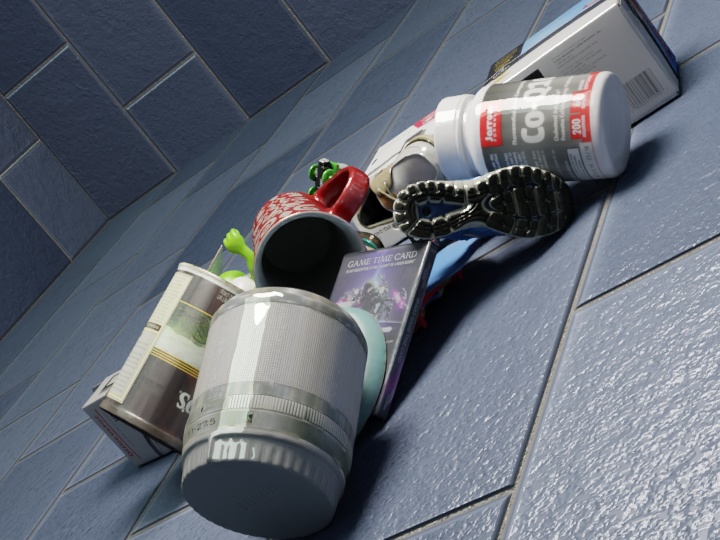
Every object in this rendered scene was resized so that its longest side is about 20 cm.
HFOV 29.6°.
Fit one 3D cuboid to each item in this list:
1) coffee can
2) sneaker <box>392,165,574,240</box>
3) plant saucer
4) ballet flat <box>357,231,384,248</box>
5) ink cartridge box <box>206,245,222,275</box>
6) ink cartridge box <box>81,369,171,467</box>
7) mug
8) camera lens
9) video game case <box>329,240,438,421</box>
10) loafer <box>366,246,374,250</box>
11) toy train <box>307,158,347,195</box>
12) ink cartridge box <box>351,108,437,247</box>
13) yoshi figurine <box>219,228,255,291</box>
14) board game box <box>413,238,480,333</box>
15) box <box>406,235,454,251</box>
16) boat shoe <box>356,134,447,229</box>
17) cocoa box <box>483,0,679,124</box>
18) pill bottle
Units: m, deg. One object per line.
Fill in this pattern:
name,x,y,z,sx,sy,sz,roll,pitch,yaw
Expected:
coffee can,-0.206,0.113,1.658,0.201,0.146,0.146,-62,20,-11
sneaker,0.132,-0.072,1.478,0.197,0.080,0.089,-1,2,-2
plant saucer,-0.053,0.124,1.437,0.199,0.027,0.202,-31,41,32
ballet flat,-0.026,-0.013,1.858,0.199,0.068,0.068,-26,8,43
ink cartridge box,-0.239,0.083,1.904,0.050,0.202,0.163,9,27,6
ink cartridge box,-0.286,0.187,1.813,0.199,0.116,0.068,-28,18,42
mug,-0.051,-0.034,1.638,0.176,0.134,0.200,-30,15,-2
camera lens,-0.080,0.130,1.290,0.159,0.159,0.202,-28,40,38
video game case,0.004,0.066,1.453,0.142,0.019,0.202,-9,55,48
loafer,0.000,0.000,1.688,0.072,0.063,0.200,-34,4,-1
toy train,-0.040,-0.048,1.775,0.056,0.202,0.042,-11,22,-38
ink cartridge box,0.076,-0.132,1.907,0.145,0.084,0.200,-31,17,30
yoshi figurine,-0.140,-0.006,1.865,0.201,0.112,0.112,-52,-3,3
board game box,0.065,0.036,1.538,0.199,0.039,0.158,-36,8,6
box,0.136,-0.097,1.685,0.158,0.046,0.200,-36,8,15
boat shoe,0.053,-0.099,1.674,0.068,0.075,0.200,-44,-2,-25
cocoa box,0.262,-0.230,1.628,0.199,0.134,0.132,-33,15,24
pill bottle,0.187,-0.152,1.499,0.198,0.115,0.114,-3,32,28
